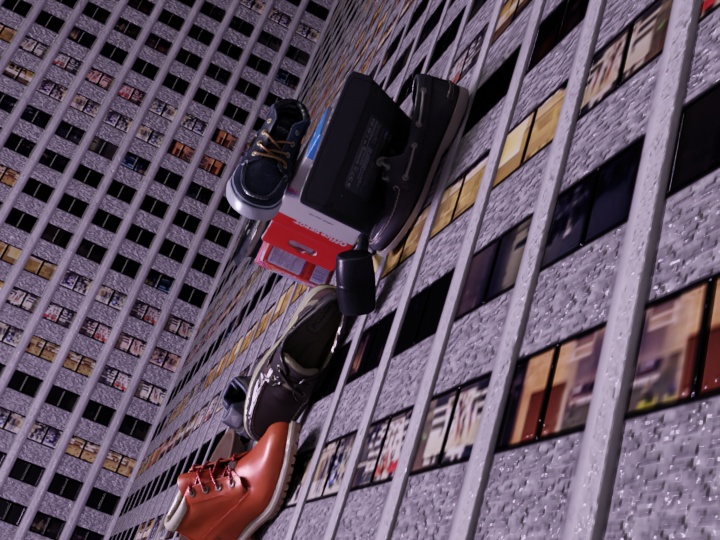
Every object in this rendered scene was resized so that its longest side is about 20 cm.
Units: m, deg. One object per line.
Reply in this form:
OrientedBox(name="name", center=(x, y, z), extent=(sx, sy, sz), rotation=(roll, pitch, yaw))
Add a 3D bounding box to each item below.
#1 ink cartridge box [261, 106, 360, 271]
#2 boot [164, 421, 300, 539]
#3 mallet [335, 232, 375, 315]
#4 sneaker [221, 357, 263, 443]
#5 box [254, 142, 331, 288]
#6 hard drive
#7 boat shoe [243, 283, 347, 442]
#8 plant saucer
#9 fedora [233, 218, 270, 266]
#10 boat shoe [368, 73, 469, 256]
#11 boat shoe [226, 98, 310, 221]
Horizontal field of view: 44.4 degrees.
OrientedBox(name="ink cartridge box", center=(-0.038, -0.100, 1.144), extent=(0.200, 0.116, 0.067), rotation=(-53, 17, 41))
OrientedBox(name="boot", center=(-0.138, 0.229, 0.950), extent=(0.200, 0.107, 0.075), rotation=(-58, 12, 23))
OrientedBox(name="mallet", center=(0.000, 0.000, 0.989), extent=(0.200, 0.041, 0.066), rotation=(-69, -23, -80))
OrientedBox(name="sneaker", center=(-0.132, 0.155, 1.127), extent=(0.074, 0.081, 0.200), rotation=(-62, 12, 11))
OrientedBox(name="box", center=(-0.065, -0.082, 1.266), extent=(0.200, 0.100, 0.095), rotation=(-67, 12, -6))
OrientedBox(name="hard drive", center=(0.007, -0.116, 0.949), extent=(0.140, 0.033, 0.200), rotation=(-69, -19, 0))
OrientedBox(name="boat shoe", center=(-0.074, 0.107, 0.996), extent=(0.065, 0.073, 0.200), rotation=(-169, 104, -83))
OrientedBox(name="plant saucer", center=(-0.211, 0.323, 1.256), extent=(0.200, 0.029, 0.200), rotation=(-59, 14, 25))
OrientedBox(name="fedora", center=(-0.174, -0.086, 1.758), extent=(0.201, 0.092, 0.201), rotation=(-60, 13, 24))
OrientedBox(name="boat shoe", center=(0.046, -0.114, 0.942), extent=(0.200, 0.063, 0.073), rotation=(-65, 15, 6))
OrientedBox(name="boat shoe", center=(-0.113, -0.145, 1.098), extent=(0.200, 0.071, 0.091), rotation=(-83, 17, -57))
